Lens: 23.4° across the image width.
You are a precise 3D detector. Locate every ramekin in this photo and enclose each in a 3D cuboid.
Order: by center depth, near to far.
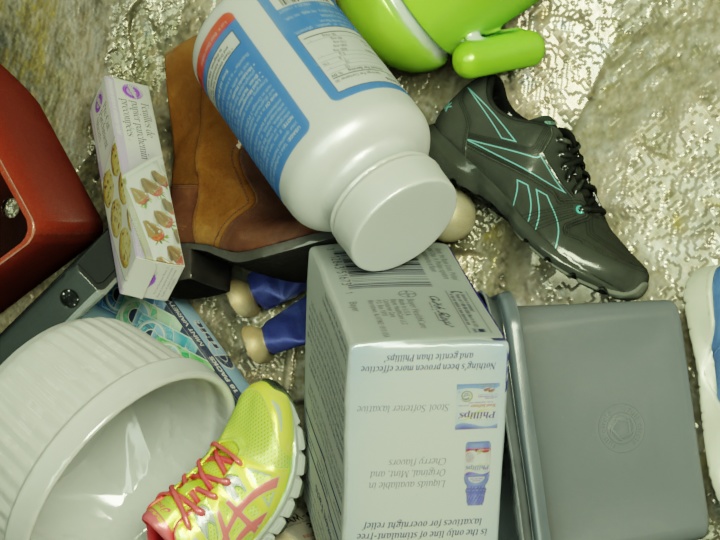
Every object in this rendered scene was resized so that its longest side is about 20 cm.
[{"bbox_3d":[-0.193,0.128,1.230,0.105,0.200,0.201,36,102,27],"label":"ramekin"}]

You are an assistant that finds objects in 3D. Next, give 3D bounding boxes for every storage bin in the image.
[{"bbox_3d":[0.151,0.110,1.177,0.133,0.146,0.202,-6,85,-6],"label":"storage bin"}]

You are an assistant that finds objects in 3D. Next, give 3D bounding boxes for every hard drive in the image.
[{"bbox_3d":[-0.245,0.043,1.316,0.033,0.140,0.200,45,113,-8],"label":"hard drive"}]

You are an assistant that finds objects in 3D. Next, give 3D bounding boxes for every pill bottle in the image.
[{"bbox_3d":[-0.022,-0.098,1.170,0.112,0.112,0.201,-44,59,15],"label":"pill bottle"}]

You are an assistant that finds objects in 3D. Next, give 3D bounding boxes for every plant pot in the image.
[{"bbox_3d":[-0.317,-0.054,1.339,0.199,0.176,0.201,-35,77,17],"label":"plant pot"}]

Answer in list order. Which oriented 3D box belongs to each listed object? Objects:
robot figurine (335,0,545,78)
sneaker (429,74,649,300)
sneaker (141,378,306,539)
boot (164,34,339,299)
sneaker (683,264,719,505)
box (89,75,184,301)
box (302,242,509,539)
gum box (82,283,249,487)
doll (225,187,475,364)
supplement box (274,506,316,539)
[{"bbox_3d":[0.066,-0.219,1.219,0.199,0.115,0.177,-33,71,19],"label":"robot figurine"},{"bbox_3d":[0.129,-0.058,1.212,0.200,0.075,0.079,42,101,18],"label":"sneaker"},{"bbox_3d":[-0.106,0.168,1.224,0.078,0.090,0.202,24,93,53],"label":"sneaker"},{"bbox_3d":[-0.072,-0.089,1.284,0.187,0.068,0.202,-13,68,40],"label":"boot"},{"bbox_3d":[0.285,0.085,1.135,0.111,0.076,0.202,-17,75,39],"label":"sneaker"},{"bbox_3d":[-0.168,-0.063,1.295,0.042,0.038,0.201,-57,35,37],"label":"box"},{"bbox_3d":[0.025,0.106,1.156,0.104,0.184,0.202,-1,110,-9],"label":"box"},{"bbox_3d":[-0.185,0.122,1.351,0.200,0.044,0.170,-43,74,16],"label":"gum box"},{"bbox_3d":[0.000,0.000,1.275,0.199,0.048,0.137,-30,66,19],"label":"doll"},{"bbox_3d":[-0.008,0.280,1.258,0.199,0.073,0.127,32,101,20],"label":"supplement box"}]
